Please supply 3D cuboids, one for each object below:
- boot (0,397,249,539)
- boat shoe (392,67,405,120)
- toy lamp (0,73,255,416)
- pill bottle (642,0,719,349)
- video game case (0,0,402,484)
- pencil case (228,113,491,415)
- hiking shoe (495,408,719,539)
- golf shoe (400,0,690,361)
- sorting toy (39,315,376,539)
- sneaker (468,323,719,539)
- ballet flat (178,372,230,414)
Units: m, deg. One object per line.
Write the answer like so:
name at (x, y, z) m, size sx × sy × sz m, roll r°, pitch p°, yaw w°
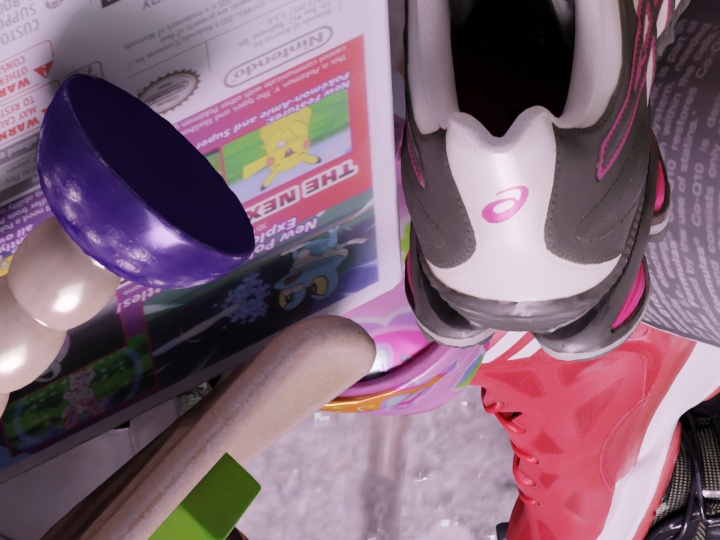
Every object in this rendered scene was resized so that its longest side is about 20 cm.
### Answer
boot at (-0.119, 0.041, 0.924) m, size 0.200 × 0.078 × 0.138 m, roll 20°, pitch 145°, yaw 28°
boat shoe at (-0.075, -0.047, 0.841) m, size 0.200 × 0.062 × 0.072 m, roll -14°, pitch 172°, yaw -30°
toy lamp at (-0.104, 0.049, 0.593) m, size 0.200 × 0.058 × 0.058 m, roll -45°, pitch 138°, yaw 17°
pill bottle at (0.126, -0.029, 0.798) m, size 0.114 × 0.114 × 0.200 m, roll 14°, pitch -177°, yaw -35°
video game case at (-0.083, -0.013, 0.608) m, size 0.200 × 0.023 × 0.182 m, roll -27°, pitch 148°, yaw -15°
pencil case at (0.000, 0.000, 0.817) m, size 0.087 × 0.088 × 0.200 m, roll -12°, pitch 177°, yaw 4°
hiking shoe at (0.152, 0.089, 1.129) m, size 0.200 × 0.076 × 0.101 m, roll -31°, pitch 147°, yaw 34°
golf shoe at (0.046, -0.078, 0.690) m, size 0.077 × 0.200 × 0.088 m, roll -3°, pitch 147°, yaw 7°
sorting toy at (-0.091, 0.102, 0.690) m, size 0.200 × 0.036 × 0.185 m, roll -42°, pitch -179°, yaw -30°
sneaker at (0.061, 0.041, 1.042) m, size 0.115 × 0.078 × 0.200 m, roll 9°, pitch 134°, yaw -14°
ballet flat at (-0.068, 0.013, 0.963) m, size 0.074 × 0.074 × 0.200 m, roll -8°, pitch 152°, yaw -2°
